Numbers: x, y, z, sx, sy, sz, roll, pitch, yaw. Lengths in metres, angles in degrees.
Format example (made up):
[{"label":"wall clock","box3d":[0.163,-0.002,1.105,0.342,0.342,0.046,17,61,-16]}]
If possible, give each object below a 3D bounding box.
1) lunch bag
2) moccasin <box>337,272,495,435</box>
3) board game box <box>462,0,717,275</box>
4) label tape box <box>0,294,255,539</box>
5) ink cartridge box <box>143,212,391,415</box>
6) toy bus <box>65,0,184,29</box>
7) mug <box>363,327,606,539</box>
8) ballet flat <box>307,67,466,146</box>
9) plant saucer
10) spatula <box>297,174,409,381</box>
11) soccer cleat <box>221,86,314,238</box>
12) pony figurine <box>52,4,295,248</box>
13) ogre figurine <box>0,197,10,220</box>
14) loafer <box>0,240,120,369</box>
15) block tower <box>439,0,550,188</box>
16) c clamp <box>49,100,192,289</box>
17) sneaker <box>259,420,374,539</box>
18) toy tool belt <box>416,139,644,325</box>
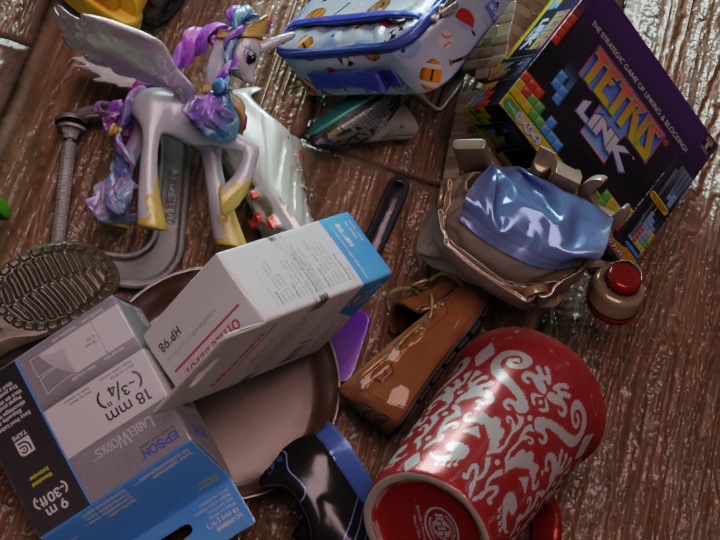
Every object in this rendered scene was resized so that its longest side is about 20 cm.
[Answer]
[{"label":"lunch bag","box3d":[0.028,-0.215,1.624,0.160,0.199,0.076,-50,121,-27]},{"label":"moccasin","box3d":[0.051,0.045,1.578,0.078,0.074,0.202,38,65,2]},{"label":"board game box","box3d":[0.204,-0.123,1.642,0.200,0.057,0.166,49,64,-22]},{"label":"label tape box","box3d":[-0.193,0.142,1.460,0.144,0.063,0.201,-33,74,5]},{"label":"ink cartridge box","box3d":[-0.083,0.031,1.448,0.199,0.116,0.067,-19,70,-50]},{"label":"toy bus","box3d":[-0.177,-0.328,1.630,0.135,0.192,0.200,38,66,5]},{"label":"mug","box3d":[0.107,0.165,1.467,0.178,0.133,0.200,50,39,-3]},{"label":"ballet flat","box3d":[0.040,-0.157,1.672,0.072,0.072,0.200,41,66,8]},{"label":"plant saucer","box3d":[-0.116,0.094,1.541,0.199,0.032,0.202,4,68,-9]},{"label":"spatula","box3d":[0.000,0.000,1.614,0.056,0.021,0.201,19,62,9]},{"label":"soccer cleat","box3d":[-0.070,-0.075,1.610,0.077,0.069,0.201,-25,71,-24]},{"label":"pony figurine","box3d":[-0.160,-0.131,1.550,0.192,0.167,0.201,9,85,-1]},{"label":"ogre figurine","box3d":[-0.352,-0.060,1.533,0.119,0.098,0.201,-4,51,6]},{"label":"loafer","box3d":[-0.284,0.044,1.510,0.199,0.067,0.076,-29,79,-21]},{"label":"block tower","box3d":[0.123,-0.159,1.662,0.058,0.054,0.201,21,73,-41]},{"label":"c clamp","box3d":[-0.226,-0.061,1.592,0.170,0.027,0.201,12,65,-6]},{"label":"sneaker","box3d":[-0.001,0.220,1.489,0.078,0.070,0.201,-34,89,-7]},{"label":"toy tool belt","box3d":[0.153,-0.034,1.540,0.199,0.123,0.125,20,46,-2]}]
